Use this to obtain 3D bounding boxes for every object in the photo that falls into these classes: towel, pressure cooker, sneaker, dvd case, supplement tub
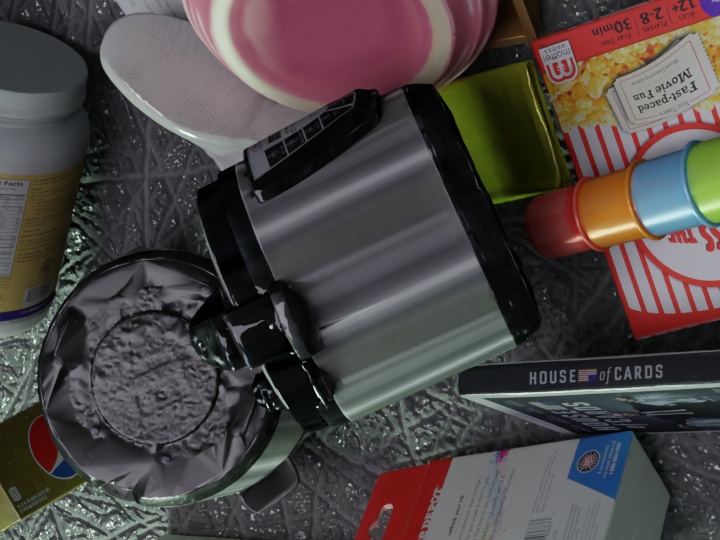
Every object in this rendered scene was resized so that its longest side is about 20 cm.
[{"bbox_3d":[0.052,-0.078,1.404,0.200,0.018,0.086,-10,103,50],"label":"towel"},{"bbox_3d":[-0.010,0.001,1.294,0.199,0.176,0.179,-25,56,4],"label":"pressure cooker"},{"bbox_3d":[-0.121,0.073,1.494,0.178,0.200,0.177,9,87,10],"label":"pressure cooker"},{"bbox_3d":[-0.090,-0.096,1.430,0.200,0.075,0.088,29,156,-13],"label":"sneaker"},{"bbox_3d":[0.183,0.078,1.340,0.199,0.150,0.025,-6,74,32],"label":"dvd case"},{"bbox_3d":[-0.278,-0.067,1.564,0.145,0.145,0.201,27,118,21],"label":"supplement tub"}]

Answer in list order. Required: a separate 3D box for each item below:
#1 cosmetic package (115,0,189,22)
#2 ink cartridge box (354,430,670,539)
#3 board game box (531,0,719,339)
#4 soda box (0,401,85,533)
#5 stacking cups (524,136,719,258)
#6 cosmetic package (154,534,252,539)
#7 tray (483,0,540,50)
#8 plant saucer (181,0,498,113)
[{"bbox_3d":[-0.076,-0.231,1.424,0.200,0.081,0.113,-38,84,35],"label":"cosmetic package"},{"bbox_3d":[0.094,0.182,1.426,0.199,0.116,0.067,-12,127,32],"label":"ink cartridge box"},{"bbox_3d":[0.210,-0.072,1.318,0.151,0.046,0.201,-17,97,34],"label":"board game box"},{"bbox_3d":[-0.219,0.127,1.560,0.064,0.200,0.068,-32,89,35],"label":"soda box"},{"bbox_3d":[0.185,-0.046,1.266,0.199,0.060,0.061,-16,98,34],"label":"stacking cups"},{"bbox_3d":[-0.068,0.281,1.612,0.199,0.052,0.151,0,104,31],"label":"cosmetic package"},{"bbox_3d":[0.036,-0.215,1.315,0.098,0.037,0.200,-8,137,19],"label":"tray"},{"bbox_3d":[-0.015,-0.163,1.319,0.200,0.051,0.201,5,141,4],"label":"plant saucer"}]
